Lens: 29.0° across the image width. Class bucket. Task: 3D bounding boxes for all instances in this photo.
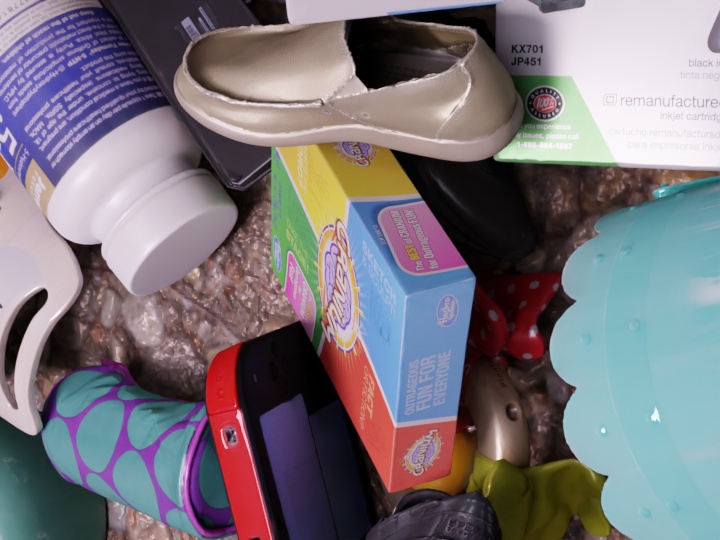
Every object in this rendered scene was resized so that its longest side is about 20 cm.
[{"bbox_3d":[0.207,0.045,0.665,0.134,0.206,0.210,-23,86,50],"label":"bucket"}]

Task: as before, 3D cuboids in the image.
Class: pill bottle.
[{"bbox_3d":[-0.174,-0.089,0.922,0.120,0.119,0.201,-46,75,27],"label":"pill bottle"}]

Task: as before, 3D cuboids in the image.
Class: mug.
[{"bbox_3d":[-0.293,0.197,1.038,0.184,0.114,0.153,-33,82,29],"label":"mug"}]

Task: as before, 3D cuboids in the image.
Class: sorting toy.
[{"bbox_3d":[-0.261,0.019,0.978,0.179,0.106,0.202,34,114,35],"label":"sorting toy"}]

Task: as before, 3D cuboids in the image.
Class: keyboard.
[{"bbox_3d":[-0.082,-0.160,0.889,0.127,0.021,0.201,-37,71,8],"label":"keyboard"}]

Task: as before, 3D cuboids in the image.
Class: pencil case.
[{"bbox_3d":[-0.134,0.114,0.919,0.199,0.085,0.094,6,74,50],"label":"pencil case"}]

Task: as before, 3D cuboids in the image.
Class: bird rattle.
[{"bbox_3d":[0.057,0.093,0.837,0.162,0.112,0.202,-29,80,46],"label":"bird rattle"}]

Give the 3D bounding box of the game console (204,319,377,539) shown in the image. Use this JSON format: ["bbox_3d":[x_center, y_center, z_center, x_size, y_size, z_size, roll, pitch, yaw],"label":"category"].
[{"bbox_3d":[-0.029,0.134,0.844,0.031,0.177,0.203,-13,91,22],"label":"game console"}]

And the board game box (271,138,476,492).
[{"bbox_3d":[0.000,0.000,0.796,0.201,0.040,0.154,-121,25,-43],"label":"board game box"}]

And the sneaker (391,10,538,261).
[{"bbox_3d":[0.052,-0.099,0.822,0.090,0.076,0.201,-36,81,25],"label":"sneaker"}]

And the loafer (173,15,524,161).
[{"bbox_3d":[-0.010,-0.110,0.745,0.197,0.076,0.069,7,138,16],"label":"loafer"}]

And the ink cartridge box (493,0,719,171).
[{"bbox_3d":[0.151,-0.159,0.748,0.145,0.083,0.203,4,100,29],"label":"ink cartridge box"}]

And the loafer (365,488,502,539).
[{"bbox_3d":[0.038,0.158,0.767,0.067,0.201,0.071,21,75,-5],"label":"loafer"}]

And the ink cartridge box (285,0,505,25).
[{"bbox_3d":[0.014,-0.213,0.765,0.114,0.201,0.067,-5,125,2],"label":"ink cartridge box"}]
